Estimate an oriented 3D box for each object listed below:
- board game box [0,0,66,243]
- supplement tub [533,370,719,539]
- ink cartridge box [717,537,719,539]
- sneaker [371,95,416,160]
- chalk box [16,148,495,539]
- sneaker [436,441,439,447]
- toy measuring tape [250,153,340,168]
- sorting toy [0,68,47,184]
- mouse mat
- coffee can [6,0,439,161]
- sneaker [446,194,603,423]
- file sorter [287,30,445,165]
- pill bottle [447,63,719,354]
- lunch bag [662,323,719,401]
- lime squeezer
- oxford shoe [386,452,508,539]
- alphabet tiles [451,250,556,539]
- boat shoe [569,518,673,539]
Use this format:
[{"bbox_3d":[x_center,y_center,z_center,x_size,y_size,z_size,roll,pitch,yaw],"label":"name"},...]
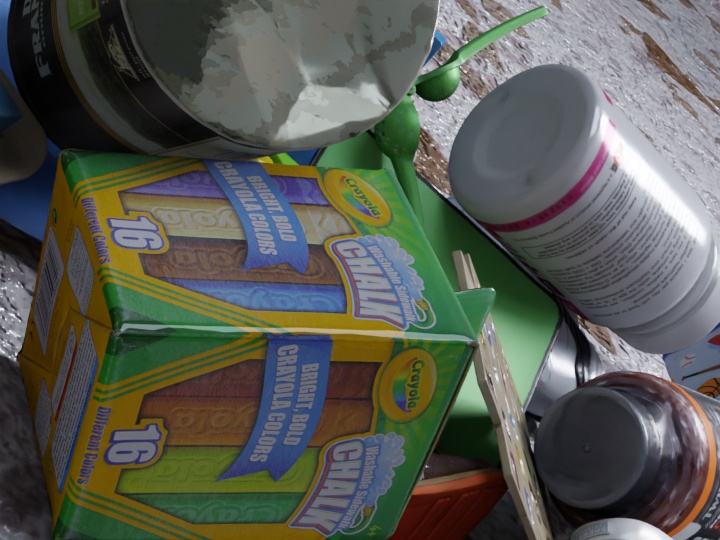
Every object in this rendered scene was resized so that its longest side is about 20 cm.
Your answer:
[{"bbox_3d":[-0.145,-0.063,0.918,0.200,0.039,0.158,30,50,-26],"label":"board game box"},{"bbox_3d":[0.180,0.120,1.059,0.200,0.107,0.107,20,30,-57],"label":"supplement tub"},{"bbox_3d":[0.227,0.204,0.874,0.086,0.200,0.148,13,36,-53],"label":"ink cartridge box"},{"bbox_3d":[-0.001,-0.141,1.334,0.090,0.067,0.200,40,20,-28],"label":"sneaker"},{"bbox_3d":[-0.034,0.035,0.749,0.200,0.125,0.124,3,38,-23],"label":"chalk box"},{"bbox_3d":[-0.023,0.055,0.898,0.200,0.074,0.087,11,57,-42],"label":"sneaker"},{"bbox_3d":[0.000,0.000,0.951,0.200,0.074,0.074,40,19,-35],"label":"toy measuring tape"},{"bbox_3d":[-0.212,-0.118,0.763,0.185,0.036,0.200,55,8,-4],"label":"sorting toy"},{"bbox_3d":[0.032,0.018,1.034,0.200,0.008,0.161,41,50,-15],"label":"mouse mat"},{"bbox_3d":[-0.071,-0.121,0.810,0.146,0.146,0.200,35,-15,-20],"label":"coffee can"},{"bbox_3d":[0.082,0.013,1.156,0.115,0.075,0.200,22,32,-48],"label":"sneaker"},{"bbox_3d":[-0.073,-0.154,1.121,0.200,0.139,0.123,41,24,-3],"label":"file sorter"},{"bbox_3d":[0.156,-0.033,1.117,0.200,0.113,0.113,40,18,-38],"label":"pill bottle"},{"bbox_3d":[0.343,0.141,1.326,0.200,0.124,0.170,50,18,-21],"label":"lunch bag"},{"bbox_3d":[0.051,-0.097,1.050,0.071,0.200,0.038,26,-19,-2],"label":"lime squeezer"},{"bbox_3d":[0.009,0.106,0.860,0.073,0.071,0.200,49,22,26],"label":"oxford shoe"},{"bbox_3d":[0.084,0.091,0.941,0.167,0.006,0.200,-97,168,-48],"label":"alphabet tiles"},{"bbox_3d":[0.200,0.211,1.008,0.200,0.072,0.069,37,42,-33],"label":"boat shoe"}]
